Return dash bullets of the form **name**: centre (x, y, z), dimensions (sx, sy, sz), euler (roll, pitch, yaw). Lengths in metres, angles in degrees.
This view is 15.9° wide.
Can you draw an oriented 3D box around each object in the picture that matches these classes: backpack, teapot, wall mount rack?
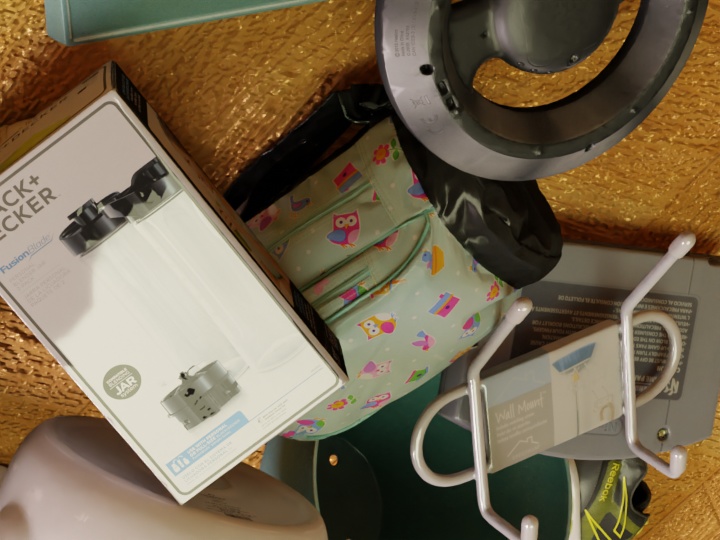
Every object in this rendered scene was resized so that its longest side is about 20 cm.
- **backpack**: centre (0.000, 0.000, 1.437), dimensions (0.200, 0.127, 0.167), euler (-34, 141, 14)
- **teapot**: centre (-0.118, 0.177, 1.427), dimensions (0.199, 0.197, 0.146), euler (20, 97, 8)
- **wall mount rack**: centre (0.127, 0.061, 1.495), dimensions (0.200, 0.075, 0.174), euler (-22, 123, -27)

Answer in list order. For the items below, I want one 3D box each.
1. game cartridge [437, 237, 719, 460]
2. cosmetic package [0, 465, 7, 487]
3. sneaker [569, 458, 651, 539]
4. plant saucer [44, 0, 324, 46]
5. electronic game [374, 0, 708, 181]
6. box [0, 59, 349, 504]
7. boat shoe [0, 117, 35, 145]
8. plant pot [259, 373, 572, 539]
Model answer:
- **game cartridge**: centre (0.138, 0.048, 1.576), dimensions (0.199, 0.042, 0.134), euler (6, 100, -32)
- **cosmetic package**: centre (-0.264, 0.172, 1.576), dimensions (0.113, 0.081, 0.200), euler (-40, 138, 23)
- **sneaker**: centre (0.163, 0.183, 1.787), dimensions (0.084, 0.075, 0.200), euler (-15, 143, -6)
- **plant saucer**: centre (-0.062, -0.155, 1.308), dimensions (0.199, 0.019, 0.070), euler (-11, 142, -10)
- **electronic game**: centre (0.097, -0.141, 1.328), dimensions (0.199, 0.042, 0.201), euler (-13, 120, -25)
- **box**: centre (-0.111, 0.007, 1.323), dimensions (0.117, 0.060, 0.200), euler (-35, 108, 7)
- **boat shoe**: centre (-0.143, -0.011, 1.408), dimensions (0.064, 0.071, 0.200), euler (-21, 142, 4)
- **plant pot**: centre (0.012, 0.139, 1.596), dimensions (0.200, 0.201, 0.135), euler (12, 163, -35)
